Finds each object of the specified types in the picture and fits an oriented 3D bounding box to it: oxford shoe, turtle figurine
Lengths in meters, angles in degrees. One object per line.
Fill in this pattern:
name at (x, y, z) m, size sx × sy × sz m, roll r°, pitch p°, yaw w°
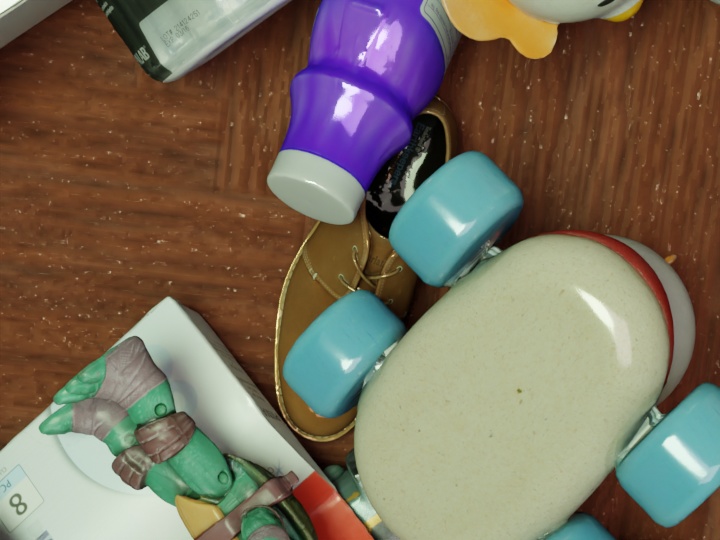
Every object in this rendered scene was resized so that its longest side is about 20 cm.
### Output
oxford shoe at (0.000, 0.000, 0.807) m, size 0.071 × 0.071 × 0.202 m, roll 16°, pitch 98°, yaw -7°
turtle figurine at (-0.071, 0.132, 0.731) m, size 0.200 × 0.100 × 0.150 m, roll 52°, pitch 134°, yaw 6°

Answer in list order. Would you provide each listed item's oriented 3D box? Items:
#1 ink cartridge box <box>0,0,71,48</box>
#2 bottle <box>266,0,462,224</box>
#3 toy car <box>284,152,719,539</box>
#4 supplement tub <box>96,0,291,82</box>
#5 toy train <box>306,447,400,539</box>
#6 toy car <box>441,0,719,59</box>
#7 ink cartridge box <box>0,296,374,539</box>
ink cartridge box at (-0.231, -0.169, 0.742) m, size 0.125 × 0.129 × 0.201 m, roll -32°, pitch 99°, yaw 2°
bottle at (0.015, -0.120, 0.753) m, size 0.065 × 0.084 × 0.201 m, roll 19°, pitch 73°, yaw 17°
toy car at (0.101, 0.049, 0.767) m, size 0.184 × 0.200 × 0.177 m, roll 45°, pitch 116°, yaw 13°
supplement tub at (-0.107, -0.205, 0.746) m, size 0.122 × 0.123 × 0.201 m, roll -34°, pitch 99°, yaw 2°
toy train at (-0.001, 0.164, 0.827) m, size 0.199 × 0.085 × 0.114 m, roll -34°, pitch 85°, yaw 4°
toy car at (0.126, -0.165, 0.713) m, size 0.200 × 0.184 × 0.177 m, roll -40°, pitch 108°, yaw -4°
ink cartridge box at (-0.095, 0.140, 0.790) m, size 0.160 × 0.047 × 0.200 m, roll -42°, pitch 69°, yaw 3°
